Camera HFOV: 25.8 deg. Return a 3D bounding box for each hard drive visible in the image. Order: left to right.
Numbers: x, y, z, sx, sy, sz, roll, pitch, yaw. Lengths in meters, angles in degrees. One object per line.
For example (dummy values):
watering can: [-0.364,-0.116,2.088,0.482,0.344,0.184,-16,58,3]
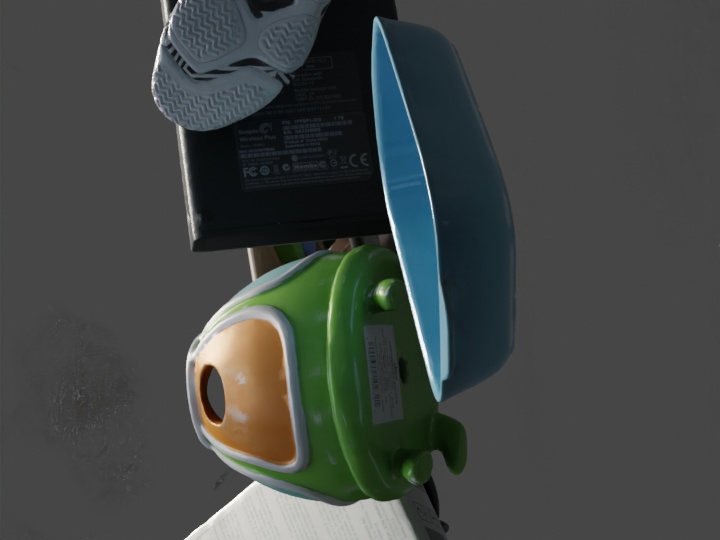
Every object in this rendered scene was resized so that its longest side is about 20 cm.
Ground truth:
hard drive: [-0.042,-0.117,0.922,0.033,0.138,0.203,119,143,-72]

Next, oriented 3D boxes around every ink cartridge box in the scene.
ink cartridge box: [-0.035,0.203,0.962,0.047,0.200,0.161,30,-155,-47]

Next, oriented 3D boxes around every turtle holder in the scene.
turtle holder: [-0.016,0.050,0.874,0.186,0.130,0.142,-64,-37,-58]

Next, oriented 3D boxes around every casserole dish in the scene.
casserole dish: [0.037,-0.033,0.715,0.201,0.038,0.122,-102,6,-50]

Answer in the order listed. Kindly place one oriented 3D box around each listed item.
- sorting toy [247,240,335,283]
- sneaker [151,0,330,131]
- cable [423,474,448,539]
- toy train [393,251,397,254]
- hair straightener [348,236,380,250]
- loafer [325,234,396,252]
sorting toy: [-0.032,0.004,1.275,0.185,0.036,0.203,-3,-92,-63]
sneaker: [-0.043,-0.171,0.882,0.201,0.075,0.115,-54,10,17]
cable: [0.014,0.142,1.097,0.200,0.050,0.165,-127,21,-64]
toy train: [-0.019,0.041,1.015,0.200,0.045,0.034,-46,23,52]
hair straightener: [0.000,0.000,1.022,0.201,0.076,0.041,85,-167,-61]
loafer: [-0.011,0.001,1.171,0.200,0.070,0.074,135,127,-85]
